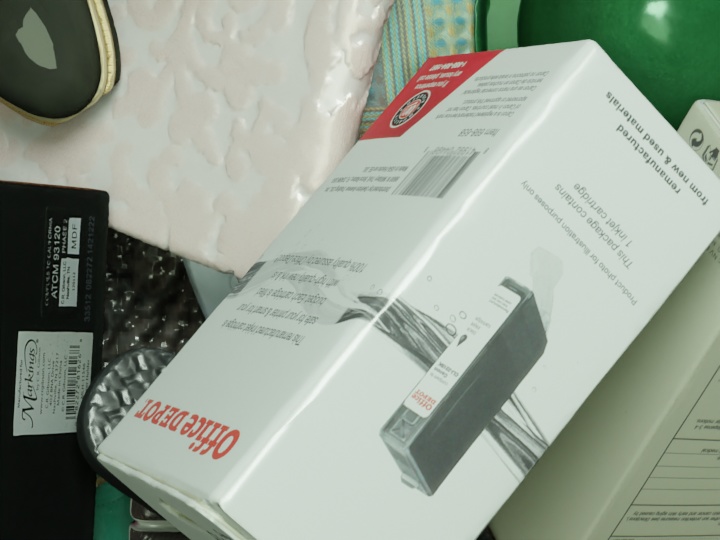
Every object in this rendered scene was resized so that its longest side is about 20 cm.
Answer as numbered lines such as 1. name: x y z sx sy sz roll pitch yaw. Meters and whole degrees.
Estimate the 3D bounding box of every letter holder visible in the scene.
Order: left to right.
1. letter holder: -0.186 0.065 0.880 0.141 0.100 0.202 3 90 27

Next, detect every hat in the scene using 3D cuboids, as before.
1. hat: 0.125 -0.088 0.813 0.198 0.176 0.167 7 94 -5

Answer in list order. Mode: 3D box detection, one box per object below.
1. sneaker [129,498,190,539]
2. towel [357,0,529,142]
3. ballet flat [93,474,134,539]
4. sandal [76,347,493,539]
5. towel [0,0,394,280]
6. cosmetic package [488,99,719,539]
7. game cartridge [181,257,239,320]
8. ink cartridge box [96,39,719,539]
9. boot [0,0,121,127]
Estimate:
1. sneaker: -0.073 0.124 0.946 0.075 0.115 0.202 11 85 -17
2. towel: 0.080 -0.051 0.912 0.198 0.022 0.148 -5 94 -4
3. ballet flat: -0.189 0.087 0.968 0.198 0.067 0.071 11 102 -2
4. sandal: -0.022 0.100 0.884 0.199 0.045 0.075 34 63 -4
5. towel: -0.071 -0.111 0.901 0.190 0.032 0.201 20 102 29
6. cosmetic package: 0.134 0.037 0.869 0.105 0.071 0.201 5 129 -34
7. game cartridge: 0.000 0.000 0.948 0.132 0.042 0.201 -24 97 14
8. ink cartridge box: 0.015 0.022 0.792 0.084 0.144 0.200 45 77 -17
9. boot: -0.169 -0.128 0.824 0.077 0.138 0.200 -35 102 12
